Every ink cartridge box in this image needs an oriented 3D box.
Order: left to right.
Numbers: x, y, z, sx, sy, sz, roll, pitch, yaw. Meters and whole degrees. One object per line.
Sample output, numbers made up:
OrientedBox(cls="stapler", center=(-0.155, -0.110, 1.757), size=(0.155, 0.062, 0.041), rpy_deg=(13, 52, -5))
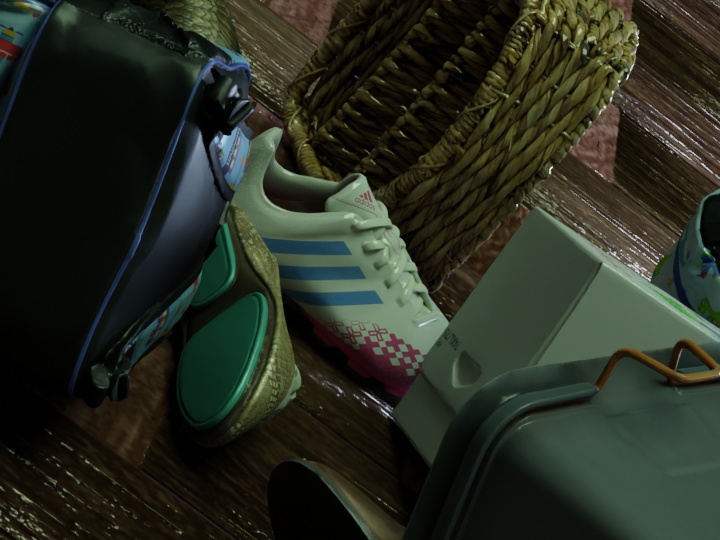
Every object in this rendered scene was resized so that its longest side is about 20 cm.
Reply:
OrientedBox(cls="ink cartridge box", center=(0.147, 0.089, 1.600), size=(0.200, 0.146, 0.147), rpy_deg=(33, 5, -17))

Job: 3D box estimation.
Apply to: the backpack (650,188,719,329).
OrientedBox(cls="backpack", center=(0.270, 0.021, 1.747), size=(0.200, 0.154, 0.163), rpy_deg=(12, 51, -34))

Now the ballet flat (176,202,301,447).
OrientedBox(cls="ballet flat", center=(-0.058, 0.035, 1.524), size=(0.065, 0.071, 0.200), rpy_deg=(45, 20, -29))

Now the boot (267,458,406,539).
OrientedBox(cls="boot", center=(0.067, 0.129, 1.454), size=(0.186, 0.064, 0.200), rpy_deg=(54, 46, 0))

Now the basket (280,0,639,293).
OrientedBox(cls="basket", center=(0.049, -0.106, 1.790), size=(0.149, 0.200, 0.143), rpy_deg=(40, 22, -7))

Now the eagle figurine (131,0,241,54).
OrientedBox(cls="eagle figurine", center=(-0.112, -0.168, 1.756), size=(0.152, 0.151, 0.200), rpy_deg=(39, 8, -33))

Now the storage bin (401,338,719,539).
OrientedBox(cls="storage bin", center=(0.142, 0.117, 1.343), size=(0.200, 0.146, 0.134), rpy_deg=(-6, 35, -45))

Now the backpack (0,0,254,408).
OrientedBox(cls="backpack", center=(-0.128, -0.042, 1.411), size=(0.134, 0.183, 0.200), rpy_deg=(24, 7, 4))

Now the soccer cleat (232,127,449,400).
OrientedBox(cls="soccer cleat", center=(0.000, 0.000, 1.654), size=(0.200, 0.086, 0.070), rpy_deg=(36, 22, -13))
